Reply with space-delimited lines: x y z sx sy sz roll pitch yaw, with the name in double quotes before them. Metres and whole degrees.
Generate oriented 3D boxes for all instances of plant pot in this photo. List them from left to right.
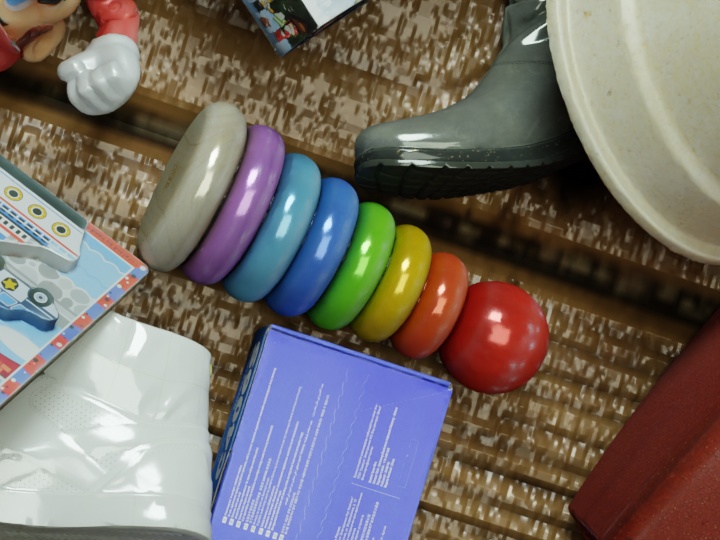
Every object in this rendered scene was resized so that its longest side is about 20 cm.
"plant pot" 0.210 0.116 1.187 0.176 0.200 0.200 -37 93 -1
"plant pot" 0.218 -0.120 1.164 0.200 0.183 0.201 16 66 -42

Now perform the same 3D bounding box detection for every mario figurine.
"mario figurine" -0.116 -0.154 1.175 0.200 0.106 0.123 -32 57 -20

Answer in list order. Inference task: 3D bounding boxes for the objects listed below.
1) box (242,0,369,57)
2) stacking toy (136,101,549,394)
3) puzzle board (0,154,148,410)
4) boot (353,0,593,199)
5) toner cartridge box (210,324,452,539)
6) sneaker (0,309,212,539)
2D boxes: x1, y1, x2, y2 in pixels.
"box" -0.002 -0.203 1.200 0.200 0.038 0.137 -37 94 -38
"stacking toy" 0.000 0.000 1.204 0.200 0.085 0.085 26 80 -12
"puzzle board" -0.209 -0.025 1.128 0.200 0.017 0.151 37 42 6
"boot" 0.079 -0.109 1.242 0.200 0.068 0.131 -9 82 -20
"toner cartridge box" -0.032 0.135 1.201 0.095 0.043 0.200 19 81 -9
"sneaker" -0.165 0.068 1.174 0.200 0.074 0.116 4 68 -6
